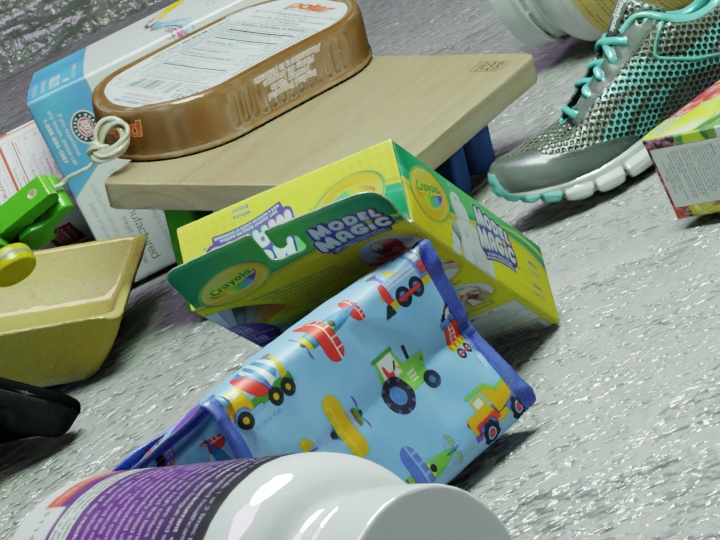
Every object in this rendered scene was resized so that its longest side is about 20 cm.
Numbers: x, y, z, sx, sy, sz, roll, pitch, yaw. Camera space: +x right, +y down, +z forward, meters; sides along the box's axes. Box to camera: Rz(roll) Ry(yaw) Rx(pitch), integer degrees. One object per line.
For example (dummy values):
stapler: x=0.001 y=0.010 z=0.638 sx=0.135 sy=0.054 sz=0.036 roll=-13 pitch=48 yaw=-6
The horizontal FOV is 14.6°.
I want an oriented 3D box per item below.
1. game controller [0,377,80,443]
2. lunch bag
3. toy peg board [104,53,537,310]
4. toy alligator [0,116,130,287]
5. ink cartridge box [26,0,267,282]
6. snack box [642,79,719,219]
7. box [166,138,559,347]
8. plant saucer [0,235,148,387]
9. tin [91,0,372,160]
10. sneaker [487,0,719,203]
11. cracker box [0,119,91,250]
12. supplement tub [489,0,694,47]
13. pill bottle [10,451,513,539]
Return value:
game controller: x=-0.249 y=0.083 z=1.634 sx=0.104 sy=0.042 sz=0.200 roll=6 pitch=-12 yaw=-38
lunch bag: x=-0.045 y=0.087 z=1.262 sx=0.151 sy=0.094 sz=0.200 roll=-37 pitch=4 yaw=-39
toy peg board: x=-0.014 y=-0.050 z=1.724 sx=0.199 sy=0.098 sz=0.200 roll=2 pitch=27 yaw=32
toy alligator: x=-0.213 y=-0.022 z=1.712 sx=0.200 sy=0.059 sz=0.054 roll=-35 pitch=-24 yaw=4
ink cartridge box: x=-0.109 y=-0.107 z=1.951 sx=0.200 sy=0.147 sz=0.146 roll=-27 pitch=12 yaw=2
snack box: x=0.258 y=-0.099 z=1.424 sx=0.142 sy=0.053 sz=0.200 roll=-9 pitch=22 yaw=49
box: x=0.000 y=0.000 z=1.309 sx=0.117 sy=0.048 sz=0.200 roll=-22 pitch=-22 yaw=19
plant saucer: x=-0.235 y=0.038 z=1.774 sx=0.200 sy=0.049 sz=0.200 roll=-9 pitch=14 yaw=3
tin: x=-0.080 y=-0.124 z=1.762 sx=0.112 sy=0.042 sz=0.200 roll=15 pitch=35 yaw=42
sneaker: x=0.152 y=-0.107 z=1.572 sx=0.200 sy=0.091 sz=0.078 roll=-28 pitch=12 yaw=-8
cracker box: x=-0.174 y=-0.092 z=2.096 sx=0.200 sy=0.058 sz=0.134 roll=-26 pitch=-16 yaw=2
supplement tub: x=0.186 y=-0.241 z=1.900 sx=0.200 sy=0.146 sz=0.145 roll=-19 pitch=15 yaw=27
pill bottle: x=-0.036 y=0.122 z=1.007 sx=0.111 sy=0.112 sz=0.200 roll=-36 pitch=16 yaw=-37
